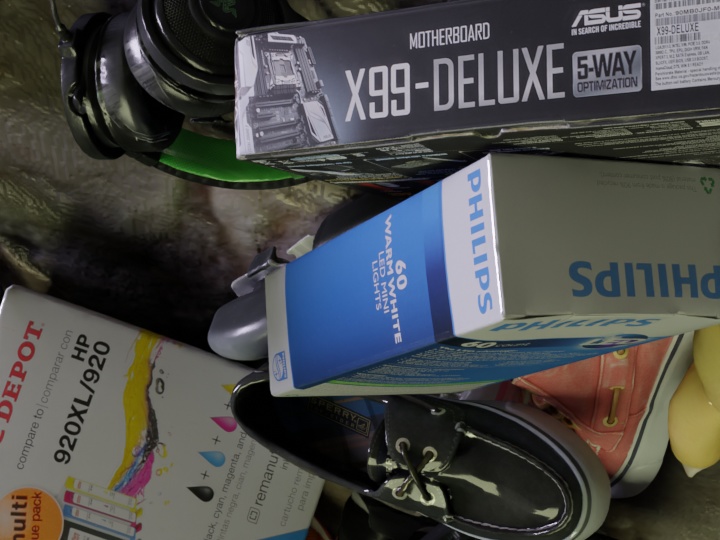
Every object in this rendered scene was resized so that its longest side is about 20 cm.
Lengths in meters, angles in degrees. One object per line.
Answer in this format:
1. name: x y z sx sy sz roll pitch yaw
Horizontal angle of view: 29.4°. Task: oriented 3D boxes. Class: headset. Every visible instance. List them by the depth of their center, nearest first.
1. headset: -0.089 -0.080 0.592 0.123 0.095 0.199 -19 143 41

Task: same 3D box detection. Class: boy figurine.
1. boy figurine: 0.196 0.052 0.624 0.124 0.065 0.200 -31 151 8

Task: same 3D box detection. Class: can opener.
1. can opener: 0.000 0.000 0.696 0.052 0.067 0.199 37 137 -24

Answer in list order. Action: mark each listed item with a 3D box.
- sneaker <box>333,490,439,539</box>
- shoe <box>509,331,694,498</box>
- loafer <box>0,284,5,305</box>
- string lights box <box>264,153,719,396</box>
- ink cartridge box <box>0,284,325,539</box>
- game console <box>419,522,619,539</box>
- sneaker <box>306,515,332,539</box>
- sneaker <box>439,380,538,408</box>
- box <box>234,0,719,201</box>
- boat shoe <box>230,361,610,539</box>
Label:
1. sneaker: 0.013 0.184 0.864 0.069 0.091 0.200 21 172 2
2. shoe: 0.110 0.047 0.682 0.090 0.072 0.201 0 141 -6
3. loafer: -0.311 0.023 0.867 0.198 0.072 0.063 -2 146 22
4. string lights box: 0.045 0.011 0.553 0.102 0.060 0.200 1 167 -26
5. ink cartridge box: -0.127 0.112 0.795 0.198 0.149 0.145 20 173 -5
6. game console: 0.082 0.198 0.760 0.117 0.175 0.200 49 168 18
7. sneaker: -0.067 0.183 0.958 0.073 0.077 0.201 29 152 38
8. sneaker: 0.090 0.097 0.769 0.104 0.076 0.201 18 157 4
9. box: 0.077 -0.061 0.513 0.198 0.050 0.157 -3 175 29
10. boat shoe: 0.022 0.089 0.664 0.199 0.056 0.069 16 106 34
